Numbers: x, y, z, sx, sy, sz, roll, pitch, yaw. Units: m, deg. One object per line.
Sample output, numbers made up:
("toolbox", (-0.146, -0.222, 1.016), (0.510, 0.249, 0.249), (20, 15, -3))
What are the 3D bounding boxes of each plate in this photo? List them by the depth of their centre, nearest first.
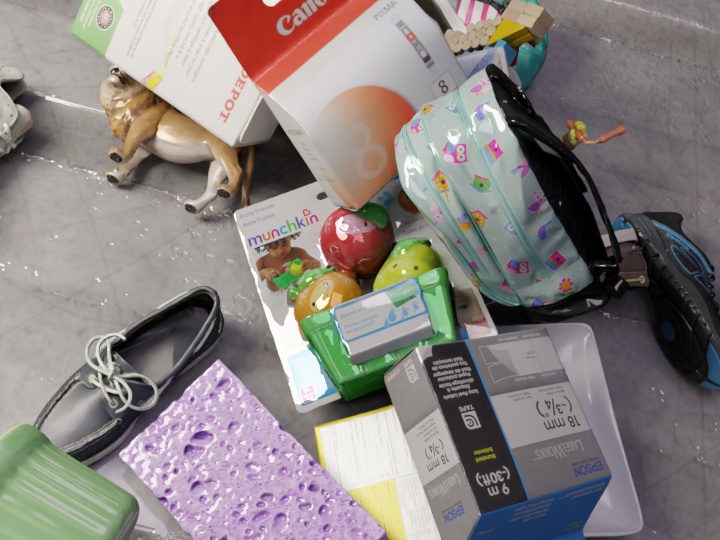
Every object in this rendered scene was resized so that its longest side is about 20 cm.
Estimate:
("plate", (0.133, 0.143, 0.792), (0.197, 0.032, 0.202), (0, 59, -13))

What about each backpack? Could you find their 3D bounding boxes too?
("backpack", (0.119, -0.062, 0.733), (0.126, 0.200, 0.168), (-33, 36, 12))

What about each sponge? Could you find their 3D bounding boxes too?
("sponge", (-0.085, 0.178, 0.701), (0.111, 0.030, 0.200), (-42, 70, -16))

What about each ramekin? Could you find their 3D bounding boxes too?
("ramekin", (-0.226, 0.212, 0.576), (0.097, 0.200, 0.201), (27, 57, -3))

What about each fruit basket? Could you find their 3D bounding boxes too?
("fruit basket", (0.000, 0.000, 0.778), (0.184, 0.094, 0.202), (-19, 74, -2))

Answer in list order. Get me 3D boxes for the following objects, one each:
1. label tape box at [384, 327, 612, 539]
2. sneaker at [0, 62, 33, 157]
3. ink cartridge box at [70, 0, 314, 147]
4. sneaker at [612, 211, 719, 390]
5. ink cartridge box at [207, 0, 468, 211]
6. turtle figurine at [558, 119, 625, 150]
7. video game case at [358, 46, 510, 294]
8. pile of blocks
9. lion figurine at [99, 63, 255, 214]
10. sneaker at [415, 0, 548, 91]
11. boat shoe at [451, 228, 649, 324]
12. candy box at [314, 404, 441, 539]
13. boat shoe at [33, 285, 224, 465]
("label tape box", (0.120, 0.153, 0.702), (0.143, 0.063, 0.202), (-5, 63, -33))
("sneaker", (-0.353, -0.124, 0.825), (0.091, 0.076, 0.202), (2, 60, -16))
("ink cartridge box", (-0.143, -0.228, 0.819), (0.199, 0.146, 0.084), (35, 19, 10))
("sneaker", (0.328, 0.020, 0.887), (0.081, 0.073, 0.201), (-10, 63, -20))
("ink cartridge box", (-0.007, -0.178, 0.746), (0.162, 0.050, 0.201), (-44, 119, -18))
("turtle figurine", (0.166, -0.125, 0.942), (0.199, 0.065, 0.162), (-35, 61, -11))
("video game case", (0.068, -0.093, 0.843), (0.180, 0.022, 0.202), (-13, 96, -5))
("pile of blocks", (0.121, -0.216, 0.946), (0.062, 0.199, 0.083), (26, 61, -43))
("lion figurine", (-0.171, -0.128, 0.867), (0.198, 0.073, 0.123), (24, 56, 0))
("sneaker", (0.142, -0.293, 1.028), (0.121, 0.084, 0.200), (-39, 81, -24))
("boat shoe", (0.186, 0.016, 0.861), (0.198, 0.072, 0.060), (-17, 79, -15))
("candy box", (0.027, 0.208, 0.710), (0.101, 0.026, 0.202), (-15, 61, 7))
("boat shoe", (-0.190, 0.086, 0.736), (0.199, 0.062, 0.075), (-37, 75, -28))
